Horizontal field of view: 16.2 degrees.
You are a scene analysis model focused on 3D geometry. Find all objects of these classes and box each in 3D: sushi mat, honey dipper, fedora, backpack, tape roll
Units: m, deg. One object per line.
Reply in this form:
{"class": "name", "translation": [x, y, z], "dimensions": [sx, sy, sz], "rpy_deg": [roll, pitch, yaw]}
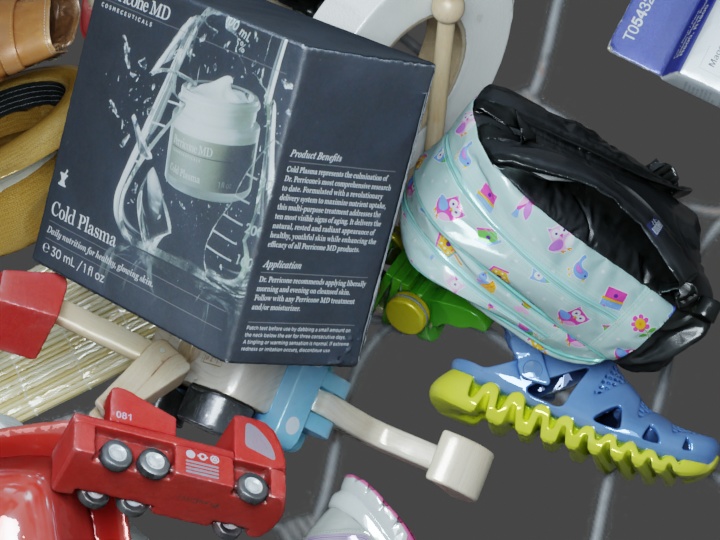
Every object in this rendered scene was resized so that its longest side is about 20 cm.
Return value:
{"class": "sushi mat", "translation": [-0.206, 0.039, 1.763], "dimensions": [0.199, 0.012, 0.096], "rpy_deg": [-27, 79, -3]}
{"class": "honey dipper", "translation": [0.050, -0.102, 1.696], "dimensions": [0.038, 0.201, 0.038], "rpy_deg": [3, 42, -2]}
{"class": "fedora", "translation": [-0.250, -0.064, 1.731], "dimensions": [0.200, 0.201, 0.082], "rpy_deg": [-28, 115, -3]}
{"class": "backpack", "translation": [0.127, -0.026, 1.666], "dimensions": [0.199, 0.167, 0.127], "rpy_deg": [30, 114, -21]}
{"class": "tape roll", "translation": [0.024, -0.134, 1.694], "dimensions": [0.037, 0.203, 0.203], "rpy_deg": [36, 82, 28]}

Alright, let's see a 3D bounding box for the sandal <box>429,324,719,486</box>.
{"class": "sandal", "translation": [0.151, 0.085, 1.711], "dimensions": [0.199, 0.080, 0.087], "rpy_deg": [21, 77, 4]}

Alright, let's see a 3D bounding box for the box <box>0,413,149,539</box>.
{"class": "box", "translation": [-0.209, 0.205, 1.684], "dimensions": [0.200, 0.097, 0.125], "rpy_deg": [41, 88, 9]}

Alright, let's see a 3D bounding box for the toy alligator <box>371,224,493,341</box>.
{"class": "toy alligator", "translation": [0.000, 0.000, 1.744], "dimensions": [0.199, 0.054, 0.059], "rpy_deg": [29, 48, 11]}

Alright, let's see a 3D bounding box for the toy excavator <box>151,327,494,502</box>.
{"class": "toy excavator", "translation": [-0.031, 0.089, 1.710], "dimensions": [0.194, 0.200, 0.100], "rpy_deg": [12, 77, 47]}

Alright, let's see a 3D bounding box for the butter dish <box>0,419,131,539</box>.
{"class": "butter dish", "translation": [-0.246, 0.198, 1.565], "dimensions": [0.198, 0.148, 0.201], "rpy_deg": [-9, 83, 5]}

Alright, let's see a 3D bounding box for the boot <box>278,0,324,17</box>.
{"class": "boot", "translation": [-0.033, -0.256, 1.760], "dimensions": [0.197, 0.073, 0.163], "rpy_deg": [20, 58, 0]}

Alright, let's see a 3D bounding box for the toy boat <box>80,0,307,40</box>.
{"class": "toy boat", "translation": [-0.103, -0.128, 1.752], "dimensions": [0.199, 0.131, 0.131], "rpy_deg": [21, 111, 7]}

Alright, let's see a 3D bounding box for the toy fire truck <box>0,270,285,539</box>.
{"class": "toy fire truck", "translation": [-0.142, 0.084, 1.593], "dimensions": [0.199, 0.049, 0.142], "rpy_deg": [15, 46, -19]}

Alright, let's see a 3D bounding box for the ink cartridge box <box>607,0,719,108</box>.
{"class": "ink cartridge box", "translation": [0.304, -0.199, 1.777], "dimensions": [0.199, 0.043, 0.197], "rpy_deg": [26, 82, 5]}

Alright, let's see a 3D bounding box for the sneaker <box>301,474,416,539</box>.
{"class": "sneaker", "translation": [0.030, 0.236, 1.688], "dimensions": [0.088, 0.081, 0.200], "rpy_deg": [-41, 73, -4]}

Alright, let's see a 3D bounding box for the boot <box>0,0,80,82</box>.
{"class": "boot", "translation": [-0.278, -0.135, 1.716], "dimensions": [0.154, 0.074, 0.201], "rpy_deg": [-7, 39, 14]}

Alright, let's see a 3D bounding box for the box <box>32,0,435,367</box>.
{"class": "box", "translation": [-0.081, -0.065, 1.570], "dimensions": [0.199, 0.124, 0.198], "rpy_deg": [24, 103, 41]}
